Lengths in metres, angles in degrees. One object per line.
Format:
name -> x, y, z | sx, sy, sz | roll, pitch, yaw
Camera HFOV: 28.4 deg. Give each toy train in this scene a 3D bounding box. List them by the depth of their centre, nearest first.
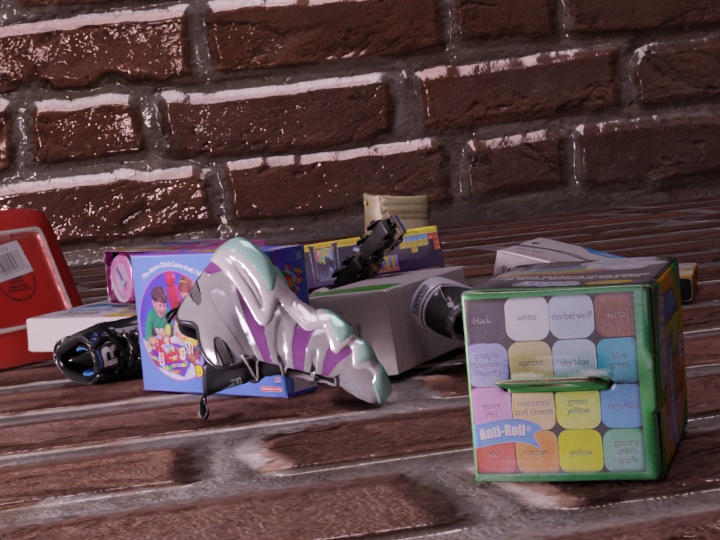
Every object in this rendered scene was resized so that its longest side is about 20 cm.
toy train -> 0.000, 0.000, 1.525 | 0.045, 0.034, 0.200 | -18, -22, -35

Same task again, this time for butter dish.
butter dish -> -0.461, 0.041, 1.755 | 0.147, 0.202, 0.199 | -31, -12, 38

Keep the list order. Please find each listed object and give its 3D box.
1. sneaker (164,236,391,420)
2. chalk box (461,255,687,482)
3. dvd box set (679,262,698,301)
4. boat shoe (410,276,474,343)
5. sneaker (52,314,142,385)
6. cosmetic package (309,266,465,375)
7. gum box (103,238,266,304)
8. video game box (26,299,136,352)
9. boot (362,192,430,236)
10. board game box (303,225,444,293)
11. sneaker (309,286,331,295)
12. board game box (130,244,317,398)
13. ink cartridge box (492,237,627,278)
sneaker -> -0.081, 0.082, 1.219 | 0.140, 0.199, 0.078 | -48, -17, -14
chalk box -> 0.140, 0.066, 0.922 | 0.123, 0.126, 0.200 | -3, 7, 20
dvd box set -> 0.346, 0.017, 1.773 | 0.144, 0.030, 0.200 | -4, 4, 15
boat shoe -> 0.136, 0.046, 1.388 | 0.068, 0.074, 0.198 | 27, 7, 42
sneaker -> -0.229, 0.083, 1.487 | 0.198, 0.074, 0.112 | -13, 5, 22
cosmetic package -> 0.027, 0.052, 1.422 | 0.106, 0.086, 0.200 | -7, 5, 25
gum box -> -0.199, 0.002, 1.637 | 0.112, 0.067, 0.199 | -9, 6, -36
video game box -> -0.265, 0.061, 1.694 | 0.198, 0.048, 0.182 | -3, 9, 30
boot -> 0.005, -0.024, 1.894 | 0.197, 0.158, 0.073 | -4, 5, 16
board game box -> -0.002, 0.013, 1.692 | 0.197, 0.057, 0.166 | -9, -17, -1
sneaker -> -0.075, 0.065, 1.529 | 0.079, 0.075, 0.199 | -19, 5, -30
board game box -> -0.133, 0.048, 1.356 | 0.198, 0.137, 0.044 | -1, 7, 41
ink cartridge box -> 0.215, 0.016, 1.571 | 0.115, 0.069, 0.200 | 14, 12, 22
